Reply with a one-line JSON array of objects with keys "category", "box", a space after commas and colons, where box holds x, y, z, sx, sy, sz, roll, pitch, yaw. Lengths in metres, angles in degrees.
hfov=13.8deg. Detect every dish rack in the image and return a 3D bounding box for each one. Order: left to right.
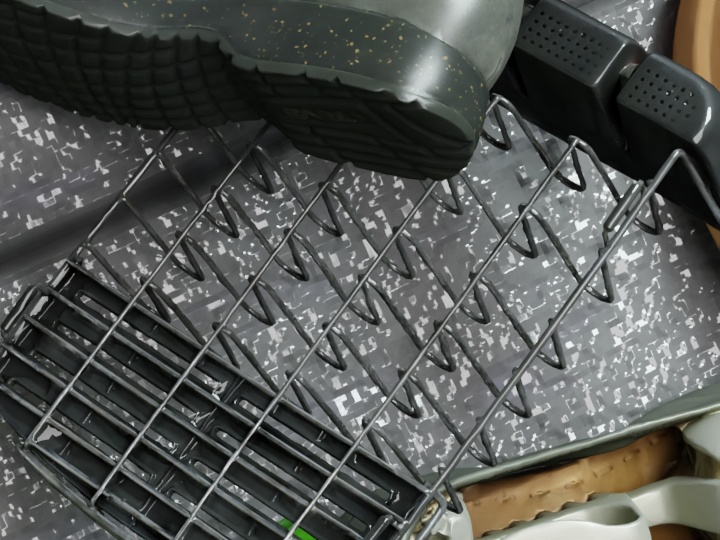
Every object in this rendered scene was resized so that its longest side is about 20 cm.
[{"category": "dish rack", "box": [0.000, 0.000, 0.825, 0.153, 0.055, 0.200, 31, 77, 29]}]

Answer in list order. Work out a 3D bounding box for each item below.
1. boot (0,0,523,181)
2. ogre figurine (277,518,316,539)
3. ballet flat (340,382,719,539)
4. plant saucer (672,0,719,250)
[{"category": "boot", "box": [-0.031, -0.105, 0.822, 0.200, 0.068, 0.131, 14, 68, 22]}, {"category": "ogre figurine", "box": [-0.045, 0.176, 0.800, 0.120, 0.098, 0.201, -5, 111, -35]}, {"category": "ballet flat", "box": [0.086, 0.075, 0.875, 0.200, 0.064, 0.068, -14, 93, -22]}, {"category": "plant saucer", "box": [0.193, -0.053, 0.937, 0.200, 0.037, 0.201, 5, 76, -22]}]
